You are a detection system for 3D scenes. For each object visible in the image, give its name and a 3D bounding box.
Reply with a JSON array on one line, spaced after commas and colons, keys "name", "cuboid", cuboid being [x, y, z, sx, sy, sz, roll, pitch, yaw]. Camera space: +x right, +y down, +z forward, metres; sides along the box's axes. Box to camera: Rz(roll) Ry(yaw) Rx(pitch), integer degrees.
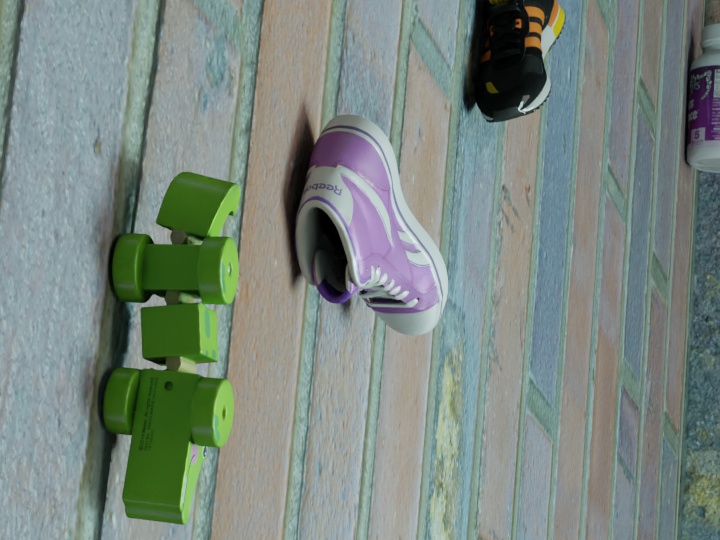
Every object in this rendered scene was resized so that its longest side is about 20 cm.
[{"name": "sneaker", "cuboid": [-0.001, 0.000, 1.823, 0.201, 0.072, 0.115, 63, 34, -40]}, {"name": "toy crocodile", "cuboid": [-0.101, 0.042, 1.436, 0.062, 0.067, 0.202, 38, 54, -72]}, {"name": "sneaker", "cuboid": [0.133, -0.215, 2.323, 0.090, 0.070, 0.201, 63, 27, -30]}, {"name": "pill bottle", "cuboid": [0.525, -0.247, 3.671, 0.112, 0.111, 0.202, 36, 56, -72]}]
